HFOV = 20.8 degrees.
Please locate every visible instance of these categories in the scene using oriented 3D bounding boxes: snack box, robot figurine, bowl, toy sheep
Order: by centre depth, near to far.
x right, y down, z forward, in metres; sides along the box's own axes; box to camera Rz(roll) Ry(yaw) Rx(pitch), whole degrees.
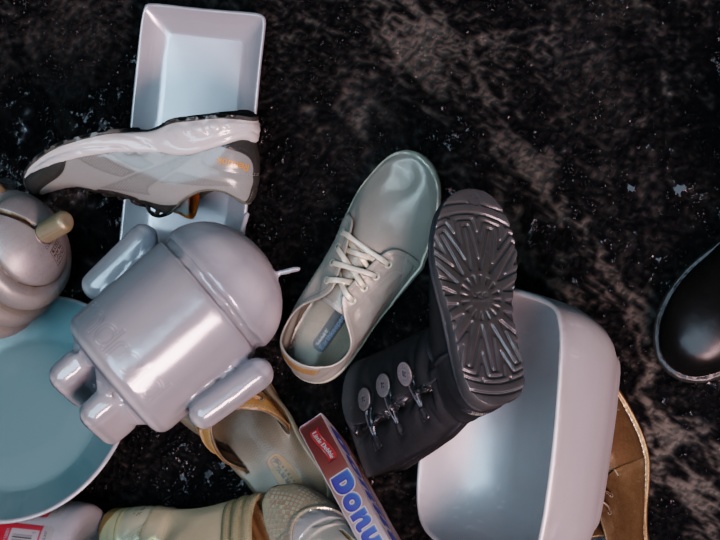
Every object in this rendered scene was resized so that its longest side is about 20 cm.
[{"bbox_3d":[0.119,0.114,1.431,0.074,0.200,0.202,6,92,-26],"label":"bowl"},{"bbox_3d":[0.015,0.202,1.465,0.024,0.072,0.201,-32,58,3],"label":"snack box"},{"bbox_3d":[-0.140,0.043,1.492,0.200,0.113,0.170,-42,72,-6],"label":"robot figurine"},{"bbox_3d":[-0.298,-0.010,1.554,0.199,0.137,0.139,-19,86,43],"label":"toy sheep"}]

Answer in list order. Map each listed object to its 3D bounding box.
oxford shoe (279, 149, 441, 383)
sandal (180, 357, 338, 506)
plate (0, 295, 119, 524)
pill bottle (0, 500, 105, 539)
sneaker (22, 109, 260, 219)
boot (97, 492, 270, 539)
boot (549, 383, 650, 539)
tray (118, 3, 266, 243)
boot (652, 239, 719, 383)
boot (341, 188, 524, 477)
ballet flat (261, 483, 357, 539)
[{"bbox_3d":[0.000,0.000,1.511,0.075,0.058,0.201,33,98,15],"label":"oxford shoe"},{"bbox_3d":[-0.095,0.125,1.543,0.080,0.054,0.200,-44,80,13],"label":"sandal"},{"bbox_3d":[-0.270,0.114,1.577,0.198,0.026,0.202,-8,60,14],"label":"plate"},{"bbox_3d":[-0.308,0.235,1.579,0.198,0.112,0.113,4,93,16],"label":"pill bottle"},{"bbox_3d":[-0.171,-0.075,1.529,0.198,0.074,0.080,-6,96,16],"label":"sneaker"},{"bbox_3d":[-0.121,0.279,1.539,0.154,0.073,0.202,-10,83,25],"label":"boot"},{"bbox_3d":[0.178,0.166,1.455,0.073,0.075,0.202,-12,87,18],"label":"boot"},{"bbox_3d":[-0.132,-0.108,1.564,0.106,0.022,0.202,7,94,17],"label":"tray"},{"bbox_3d":[0.277,-0.003,1.376,0.079,0.158,0.211,43,102,11],"label":"boot"},{"bbox_3d":[0.047,0.051,1.451,0.065,0.200,0.166,6,68,-20],"label":"boot"},{"bbox_3d":[-0.006,0.234,1.468,0.067,0.062,0.201,-24,69,-26],"label":"ballet flat"}]
